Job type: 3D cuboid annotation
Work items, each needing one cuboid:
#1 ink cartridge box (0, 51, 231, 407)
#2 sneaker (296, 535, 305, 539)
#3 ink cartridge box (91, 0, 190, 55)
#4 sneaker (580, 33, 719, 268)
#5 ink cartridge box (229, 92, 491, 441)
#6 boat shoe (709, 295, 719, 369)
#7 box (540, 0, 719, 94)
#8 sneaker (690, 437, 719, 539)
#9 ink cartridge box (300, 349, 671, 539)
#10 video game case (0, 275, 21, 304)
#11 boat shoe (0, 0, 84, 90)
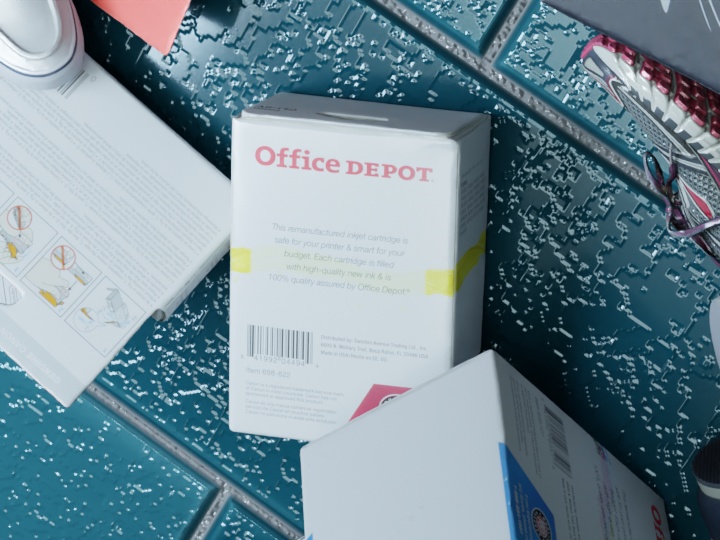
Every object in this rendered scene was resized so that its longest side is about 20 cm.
[{"bbox_3d":[-0.193,-0.039,1.625,0.200,0.044,0.174,41,79,5],"label":"ink cartridge box"},{"bbox_3d":[-0.041,0.213,1.675,0.199,0.079,0.079,-33,99,-1],"label":"sneaker"},{"bbox_3d":[-0.144,-0.256,1.572,0.162,0.057,0.201,37,110,27],"label":"ink cartridge box"},{"bbox_3d":[0.198,-0.057,1.512,0.200,0.081,0.075,48,117,1],"label":"sneaker"},{"bbox_3d":[0.000,0.000,1.594,0.144,0.083,0.201,7,107,17],"label":"ink cartridge box"},{"bbox_3d":[0.268,0.093,1.483,0.069,0.071,0.201,-22,67,-12],"label":"boat shoe"},{"bbox_3d":[0.223,-0.179,1.457,0.199,0.104,0.149,30,112,10],"label":"box"},{"bbox_3d":[0.299,0.139,1.544,0.199,0.070,0.082,0,122,21],"label":"sneaker"},{"bbox_3d":[0.081,0.177,1.530,0.144,0.148,0.200,-28,133,24],"label":"ink cartridge box"},{"bbox_3d":[-0.268,-0.030,1.716,0.199,0.018,0.144,-2,104,19],"label":"video game case"},{"bbox_3d":[-0.238,-0.201,1.606,0.073,0.065,0.200,-34,78,-10],"label":"boat shoe"}]
